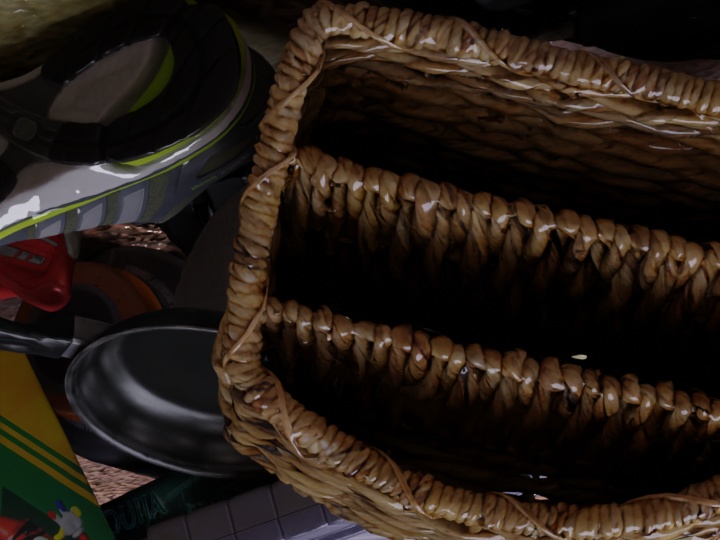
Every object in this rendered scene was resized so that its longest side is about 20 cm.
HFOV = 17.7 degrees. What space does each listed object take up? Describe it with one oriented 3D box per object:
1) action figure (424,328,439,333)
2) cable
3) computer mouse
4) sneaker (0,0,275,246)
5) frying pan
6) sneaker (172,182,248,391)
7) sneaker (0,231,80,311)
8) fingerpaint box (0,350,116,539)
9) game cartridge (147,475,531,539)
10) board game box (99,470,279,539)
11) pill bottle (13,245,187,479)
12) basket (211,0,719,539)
[{"bbox_3d":[0.042,0.002,1.069,0.199,0.103,0.119,-19,158,6],"label":"action figure"},{"bbox_3d":[0.109,-0.100,0.750,0.163,0.051,0.199,17,160,-36],"label":"cable"},{"bbox_3d":[-0.071,-0.035,0.980,0.058,0.034,0.200,-12,164,10],"label":"computer mouse"},{"bbox_3d":[-0.111,-0.036,0.860,0.199,0.074,0.081,-16,157,26],"label":"sneaker"},{"bbox_3d":[-0.099,0.043,0.932,0.189,0.031,0.115,9,146,0],"label":"frying pan"},{"bbox_3d":[0.000,0.000,0.960,0.114,0.073,0.201,17,139,-25],"label":"sneaker"},{"bbox_3d":[-0.210,0.005,0.936,0.199,0.085,0.077,-13,164,9],"label":"sneaker"},{"bbox_3d":[-0.170,0.106,1.051,0.073,0.168,0.200,-28,-170,-17],"label":"fingerpaint box"},{"bbox_3d":[-0.001,0.111,1.052,0.129,0.039,0.200,-25,167,18],"label":"game cartridge"},{"bbox_3d":[-0.015,0.086,1.065,0.135,0.028,0.200,-6,164,-46],"label":"board game box"},{"bbox_3d":[-0.096,0.049,1.132,0.106,0.107,0.200,-14,165,16],"label":"pill bottle"},{"bbox_3d":[0.052,0.017,0.790,0.199,0.143,0.149,14,155,0],"label":"basket"}]
